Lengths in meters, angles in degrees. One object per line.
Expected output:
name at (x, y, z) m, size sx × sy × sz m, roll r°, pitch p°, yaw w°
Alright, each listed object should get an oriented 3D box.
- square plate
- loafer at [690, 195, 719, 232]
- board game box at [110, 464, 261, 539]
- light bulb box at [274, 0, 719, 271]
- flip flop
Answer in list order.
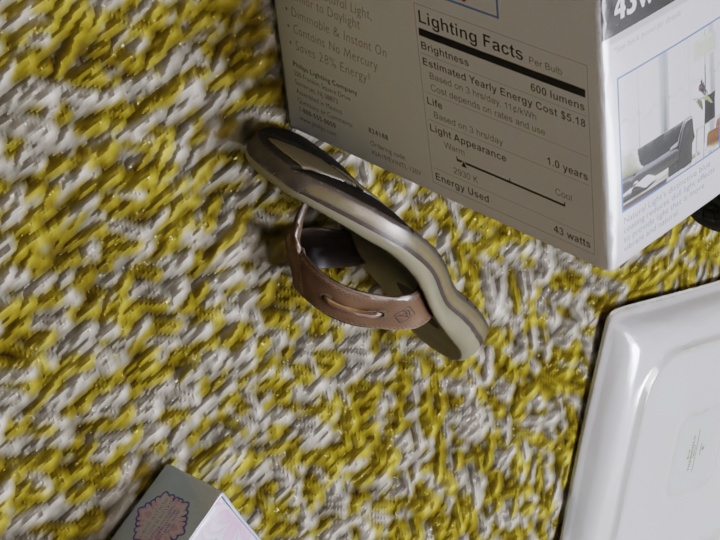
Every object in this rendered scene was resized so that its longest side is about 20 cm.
square plate at (0.198, 0.105, 1.422) m, size 0.198 × 0.028 × 0.201 m, roll -12°, pitch 119°, yaw -48°
loafer at (0.237, -0.117, 1.308) m, size 0.071 × 0.073 × 0.201 m, roll -1°, pitch 110°, yaw -49°
board game box at (-0.096, 0.225, 1.101) m, size 0.200 × 0.041 × 0.200 m, roll -53°, pitch 142°, yaw -17°
light bulb box at (0.066, -0.139, 0.972) m, size 0.125 × 0.198 × 0.201 m, roll -34°, pitch 133°, yaw -33°
flip flop at (0.000, 0.000, 1.082) m, size 0.058 × 0.081 × 0.200 m, roll -45°, pitch 147°, yaw -4°
